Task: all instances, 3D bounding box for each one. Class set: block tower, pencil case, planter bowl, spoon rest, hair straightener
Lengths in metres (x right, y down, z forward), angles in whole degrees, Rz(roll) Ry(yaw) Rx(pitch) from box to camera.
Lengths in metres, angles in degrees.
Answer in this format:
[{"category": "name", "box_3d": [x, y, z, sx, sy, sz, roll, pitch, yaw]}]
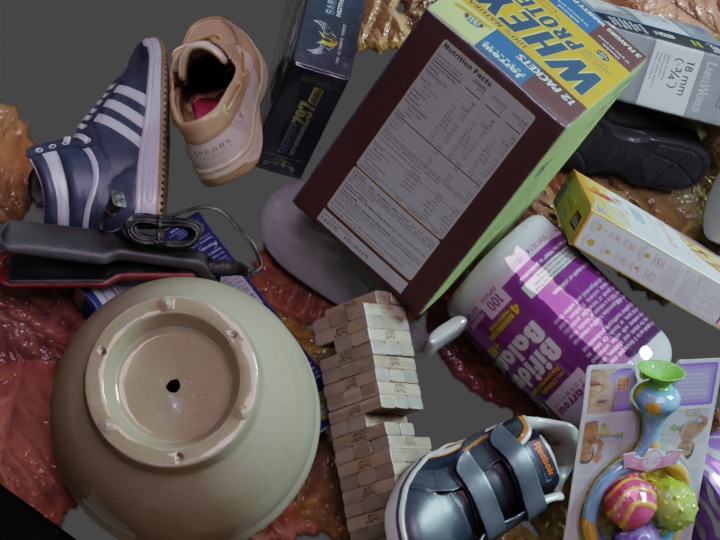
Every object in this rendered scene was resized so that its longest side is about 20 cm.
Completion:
[{"category": "block tower", "box_3d": [0.014, 0.120, 1.423, 0.054, 0.058, 0.202, 7, 67, -50]}, {"category": "pencil case", "box_3d": [0.332, 0.149, 1.525, 0.199, 0.084, 0.086, -24, 95, -25]}, {"category": "planter bowl", "box_3d": [-0.127, 0.091, 1.342, 0.198, 0.135, 0.202, 0, 74, -1]}, {"category": "spoon rest", "box_3d": [0.000, 0.000, 1.516, 0.099, 0.061, 0.200, -30, 62, -29]}, {"category": "hair straightener", "box_3d": [-0.171, -0.019, 1.409, 0.198, 0.077, 0.041, 5, 41, 2]}]

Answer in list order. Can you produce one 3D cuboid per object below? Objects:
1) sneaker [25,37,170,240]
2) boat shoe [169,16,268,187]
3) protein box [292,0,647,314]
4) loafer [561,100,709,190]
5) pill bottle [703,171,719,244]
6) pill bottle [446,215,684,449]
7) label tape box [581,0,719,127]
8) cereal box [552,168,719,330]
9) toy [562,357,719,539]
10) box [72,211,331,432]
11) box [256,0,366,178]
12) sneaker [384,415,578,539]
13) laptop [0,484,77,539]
[{"category": "sneaker", "box_3d": [-0.204, -0.105, 1.491, 0.108, 0.070, 0.201, 0, 52, -2]}, {"category": "boat shoe", "box_3d": [-0.116, -0.151, 1.503, 0.073, 0.069, 0.201, -23, 38, 8]}, {"category": "protein box", "box_3d": [0.086, -0.110, 1.470, 0.135, 0.200, 0.198, 41, 32, 6]}, {"category": "loafer", "box_3d": [0.204, -0.123, 1.639, 0.199, 0.072, 0.063, 16, 40, -16]}, {"category": "pill bottle", "box_3d": [0.396, -0.030, 1.606, 0.199, 0.113, 0.114, 22, 59, -11]}, {"category": "pill bottle", "box_3d": [0.172, 0.062, 1.497, 0.200, 0.112, 0.112, 45, 60, 9]}, {"category": "label tape box", "box_3d": [0.272, -0.174, 1.634, 0.198, 0.064, 0.144, 14, 17, -10]}, {"category": "cereal box", "box_3d": [0.253, -0.005, 1.540, 0.199, 0.144, 0.040, 29, 103, -8]}, {"category": "toy", "box_3d": [0.213, 0.166, 1.418, 0.114, 0.047, 0.202, -2, 108, -20]}, {"category": "box", "box_3d": [-0.113, 0.064, 1.453, 0.121, 0.032, 0.200, -32, 75, -28]}, {"category": "box", "box_3d": [-0.034, -0.198, 1.541, 0.051, 0.158, 0.201, 16, 61, -8]}, {"category": "sneaker", "box_3d": [0.094, 0.155, 1.399, 0.200, 0.079, 0.079, -33, 101, -52]}, {"category": "laptop", "box_3d": [-0.301, 0.243, 1.314, 0.200, 0.115, 0.188, 41, 55, -28]}]
